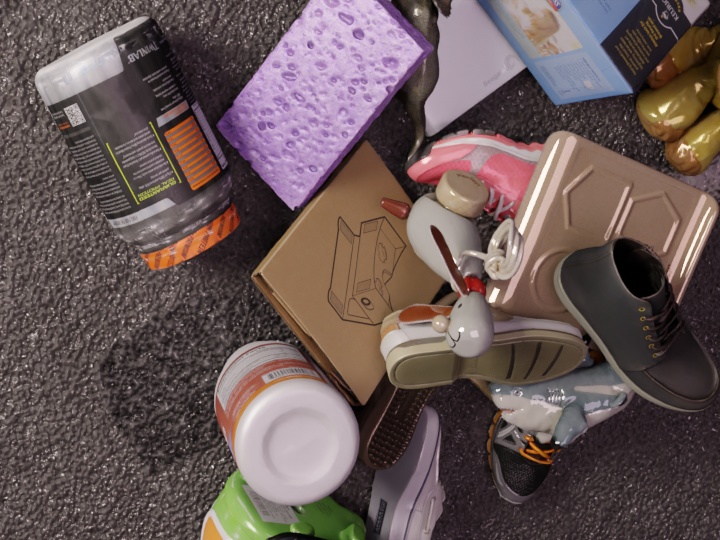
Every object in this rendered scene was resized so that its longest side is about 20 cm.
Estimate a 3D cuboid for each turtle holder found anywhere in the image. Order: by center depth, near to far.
[{"bbox_3d":[-0.078,0.265,1.232,0.140,0.185,0.133,38,106,15],"label":"turtle holder"}]

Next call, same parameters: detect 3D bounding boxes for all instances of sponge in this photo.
[{"bbox_3d":[-0.036,-0.165,1.141,0.112,0.030,0.200,45,115,6],"label":"sponge"}]

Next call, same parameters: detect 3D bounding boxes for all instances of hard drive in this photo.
[{"bbox_3d":[0.066,-0.251,1.215,0.131,0.026,0.201,-35,107,-6],"label":"hard drive"}]

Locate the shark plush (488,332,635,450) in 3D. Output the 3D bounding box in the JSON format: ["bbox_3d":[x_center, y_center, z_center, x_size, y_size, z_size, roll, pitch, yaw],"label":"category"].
[{"bbox_3d":[0.227,0.102,1.216,0.198,0.091,0.084,-28,88,6],"label":"shark plush"}]

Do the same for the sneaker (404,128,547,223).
[{"bbox_3d":[0.141,-0.083,1.227,0.197,0.074,0.088,3,71,-16],"label":"sneaker"}]

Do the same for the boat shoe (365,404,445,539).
[{"bbox_3d":[0.055,0.236,1.286,0.065,0.072,0.203,11,93,-31],"label":"boat shoe"}]

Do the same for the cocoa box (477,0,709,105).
[{"bbox_3d":[0.200,-0.276,1.178,0.131,0.133,0.200,-47,110,-17],"label":"cocoa box"}]

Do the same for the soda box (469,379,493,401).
[{"bbox_3d":[0.180,0.040,1.283,0.068,0.064,0.201,40,89,-18],"label":"soda box"}]

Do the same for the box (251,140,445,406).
[{"bbox_3d":[0.000,0.000,1.192,0.164,0.021,0.201,52,50,-19],"label":"box"}]

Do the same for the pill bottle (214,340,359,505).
[{"bbox_3d":[-0.075,0.131,1.159,0.110,0.200,0.114,-3,101,-14],"label":"pill bottle"}]

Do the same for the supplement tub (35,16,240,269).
[{"bbox_3d":[-0.193,-0.111,1.121,0.121,0.122,0.202,-28,106,-8],"label":"supplement tub"}]

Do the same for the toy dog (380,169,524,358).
[{"bbox_3d":[0.068,-0.014,1.142,0.095,0.200,0.134,11,110,-13],"label":"toy dog"}]

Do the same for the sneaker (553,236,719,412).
[{"bbox_3d":[0.273,0.055,1.159,0.200,0.106,0.075,42,70,-6],"label":"sneaker"}]

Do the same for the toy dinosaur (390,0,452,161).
[{"bbox_3d":[0.046,-0.204,1.151,0.076,0.102,0.203,11,97,-16],"label":"toy dinosaur"}]

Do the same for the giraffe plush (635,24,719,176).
[{"bbox_3d":[0.389,-0.190,1.242,0.199,0.162,0.173,-39,108,-4],"label":"giraffe plush"}]

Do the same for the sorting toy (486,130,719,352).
[{"bbox_3d":[0.236,-0.020,1.234,0.198,0.036,0.187,20,97,-20],"label":"sorting toy"}]

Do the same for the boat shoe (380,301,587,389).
[{"bbox_3d":[0.115,0.062,1.177,0.197,0.069,0.075,0,135,-16],"label":"boat shoe"}]

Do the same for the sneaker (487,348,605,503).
[{"bbox_3d":[0.193,0.150,1.302,0.077,0.077,0.203,17,97,-19],"label":"sneaker"}]

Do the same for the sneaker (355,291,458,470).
[{"bbox_3d":[0.045,0.099,1.252,0.070,0.075,0.201,40,81,-31],"label":"sneaker"}]

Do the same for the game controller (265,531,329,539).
[{"bbox_3d":[-0.039,0.291,1.148,0.104,0.042,0.199,-43,139,20],"label":"game controller"}]
